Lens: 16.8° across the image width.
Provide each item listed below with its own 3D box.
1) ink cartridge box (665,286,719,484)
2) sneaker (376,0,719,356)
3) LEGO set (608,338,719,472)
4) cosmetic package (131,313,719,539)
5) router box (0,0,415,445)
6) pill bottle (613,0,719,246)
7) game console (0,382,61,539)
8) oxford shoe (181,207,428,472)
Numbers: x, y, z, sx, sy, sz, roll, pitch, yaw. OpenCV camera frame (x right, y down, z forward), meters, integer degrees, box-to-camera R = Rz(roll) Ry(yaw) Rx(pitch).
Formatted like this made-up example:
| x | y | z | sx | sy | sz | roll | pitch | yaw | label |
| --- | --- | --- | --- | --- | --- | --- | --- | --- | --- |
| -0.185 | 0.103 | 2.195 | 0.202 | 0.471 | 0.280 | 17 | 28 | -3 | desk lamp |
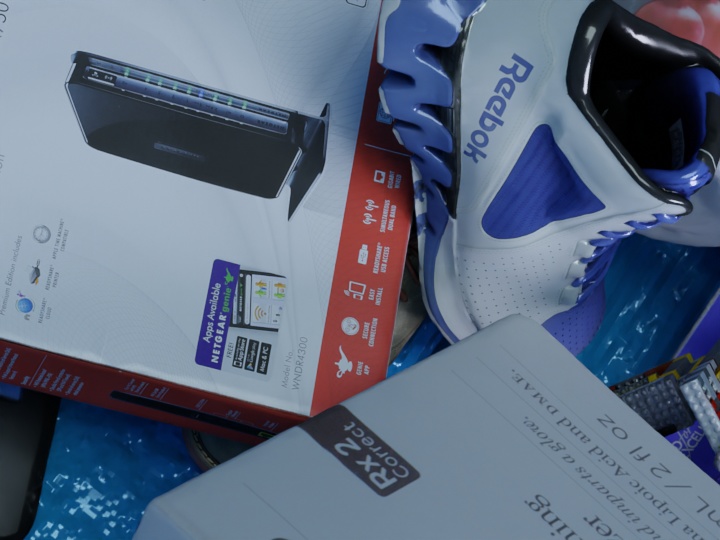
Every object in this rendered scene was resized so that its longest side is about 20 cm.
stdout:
| x | y | z | sx | sy | sz | roll | pitch | yaw | label |
| --- | --- | --- | --- | --- | --- | --- | --- | --- | --- |
| 0.226 | 0.064 | 0.993 | 0.199 | 0.043 | 0.199 | 26 | 112 | -12 | ink cartridge box |
| 0.081 | -0.030 | 0.889 | 0.114 | 0.200 | 0.081 | 12 | 55 | 26 | sneaker |
| 0.146 | 0.089 | 0.922 | 0.116 | 0.199 | 0.155 | -35 | 106 | -62 | LEGO set |
| 0.026 | 0.150 | 0.836 | 0.165 | 0.166 | 0.199 | 40 | 39 | 22 | cosmetic package |
| -0.069 | -0.046 | 0.909 | 0.178 | 0.049 | 0.201 | 14 | 68 | -13 | router box |
| 0.147 | -0.120 | 0.986 | 0.110 | 0.111 | 0.201 | 29 | 64 | -11 | pill bottle |
| -0.189 | -0.010 | 0.930 | 0.176 | 0.031 | 0.201 | 16 | 72 | -15 | game console |
| 0.000 | 0.000 | 0.972 | 0.070 | 0.075 | 0.200 | 39 | 67 | -7 | oxford shoe |
